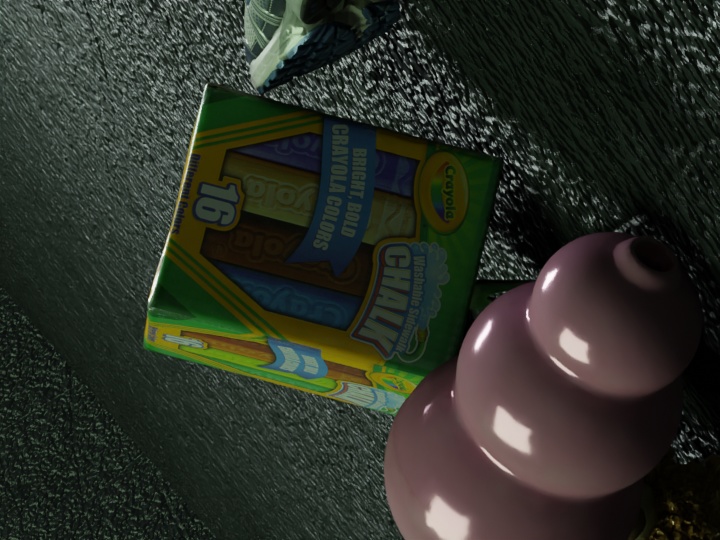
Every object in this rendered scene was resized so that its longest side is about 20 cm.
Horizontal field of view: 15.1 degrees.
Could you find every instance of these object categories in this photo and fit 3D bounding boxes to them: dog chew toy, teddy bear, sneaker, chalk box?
[{"bbox_3d":[0.091,0.062,1.256,0.125,0.124,0.200,48,133,23],"label":"dog chew toy"},{"bbox_3d":[0.111,0.122,1.385,0.067,0.145,0.200,50,177,-31],"label":"teddy bear"},{"bbox_3d":[-0.026,-0.153,1.315,0.085,0.077,0.200,61,162,10],"label":"sneaker"},{"bbox_3d":[0.000,0.000,1.393,0.200,0.124,0.125,15,167,-1],"label":"chalk box"}]
